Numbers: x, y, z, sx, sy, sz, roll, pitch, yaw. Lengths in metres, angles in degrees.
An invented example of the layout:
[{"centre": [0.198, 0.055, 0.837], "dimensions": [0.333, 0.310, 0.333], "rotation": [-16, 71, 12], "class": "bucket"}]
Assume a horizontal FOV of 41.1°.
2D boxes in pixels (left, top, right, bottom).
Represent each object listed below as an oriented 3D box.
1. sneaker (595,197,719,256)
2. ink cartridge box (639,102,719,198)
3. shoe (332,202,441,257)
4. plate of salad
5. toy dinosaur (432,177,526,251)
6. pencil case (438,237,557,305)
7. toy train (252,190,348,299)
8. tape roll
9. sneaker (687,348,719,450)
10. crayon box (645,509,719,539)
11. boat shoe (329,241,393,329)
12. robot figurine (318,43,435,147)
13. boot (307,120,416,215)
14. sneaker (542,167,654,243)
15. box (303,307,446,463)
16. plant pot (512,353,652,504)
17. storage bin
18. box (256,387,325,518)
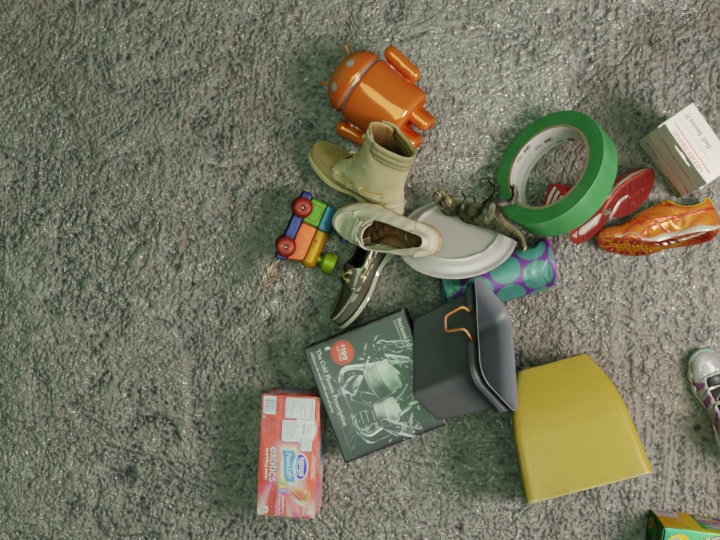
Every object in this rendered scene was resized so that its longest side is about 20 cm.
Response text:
[{"centre": [0.481, -0.072, 1.572], "dimensions": [0.197, 0.073, 0.078], "rotation": [-9, 65, 4], "class": "sneaker"}, {"centre": [0.509, -0.186, 1.493], "dimensions": [0.067, 0.200, 0.118], "rotation": [-34, 86, 5], "class": "ink cartridge box"}, {"centre": [0.033, -0.065, 1.527], "dimensions": [0.198, 0.053, 0.071], "rotation": [14, 107, 30], "class": "shoe"}, {"centre": [0.157, -0.049, 1.565], "dimensions": [0.197, 0.201, 0.048], "rotation": [-3, 132, 6], "class": "plate of salad"}, {"centre": [0.209, -0.100, 1.530], "dimensions": [0.199, 0.047, 0.089], "rotation": [29, 84, 39], "class": "toy dinosaur"}, {"centre": [0.224, 0.010, 1.582], "dimensions": [0.197, 0.093, 0.086], "rotation": [-15, 132, 5], "class": "pencil case"}, {"centre": [-0.092, -0.023, 1.626], "dimensions": [0.115, 0.085, 0.202], "rotation": [23, 92, -7], "class": "toy train"}, {"centre": [0.310, -0.155, 1.530], "dimensions": [0.199, 0.048, 0.203], "rotation": [-24, 51, 34], "class": "tape roll"}, {"centre": [0.587, 0.220, 1.512], "dimensions": [0.077, 0.140, 0.202], "rotation": [-26, 87, 6], "class": "sneaker"}, {"centre": [0.566, 0.433, 1.524], "dimensions": [0.197, 0.119, 0.059], "rotation": [6, 90, 7], "class": "crayon box"}, {"centre": [-0.001, -0.001, 1.607], "dimensions": [0.060, 0.072, 0.203], "rotation": [31, 87, -26], "class": "boat shoe"}, {"centre": [0.028, -0.281, 1.590], "dimensions": [0.199, 0.144, 0.117], "rotation": [39, 58, 5], "class": "robot figurine"}, {"centre": [0.001, -0.188, 1.561], "dimensions": [0.200, 0.156, 0.073], "rotation": [40, 55, 21], "class": "boot"}, {"centre": [0.379, -0.131, 1.570], "dimensions": [0.199, 0.079, 0.115], "rotation": [-29, 45, -24], "class": "sneaker"}, {"centre": [0.027, 0.186, 1.594], "dimensions": [0.180, 0.104, 0.202], "rotation": [-22, 88, 4], "class": "box"}, {"centre": [0.329, 0.245, 1.525], "dimensions": [0.192, 0.196, 0.202], "rotation": [-15, 76, 6], "class": "plant pot"}, {"centre": [0.151, 0.129, 1.493], "dimensions": [0.133, 0.146, 0.202], "rotation": [-23, 42, 25], "class": "storage bin"}, {"centre": [-0.113, 0.303, 1.613], "dimensions": [0.101, 0.095, 0.203], "rotation": [2, 90, 6], "class": "box"}]
